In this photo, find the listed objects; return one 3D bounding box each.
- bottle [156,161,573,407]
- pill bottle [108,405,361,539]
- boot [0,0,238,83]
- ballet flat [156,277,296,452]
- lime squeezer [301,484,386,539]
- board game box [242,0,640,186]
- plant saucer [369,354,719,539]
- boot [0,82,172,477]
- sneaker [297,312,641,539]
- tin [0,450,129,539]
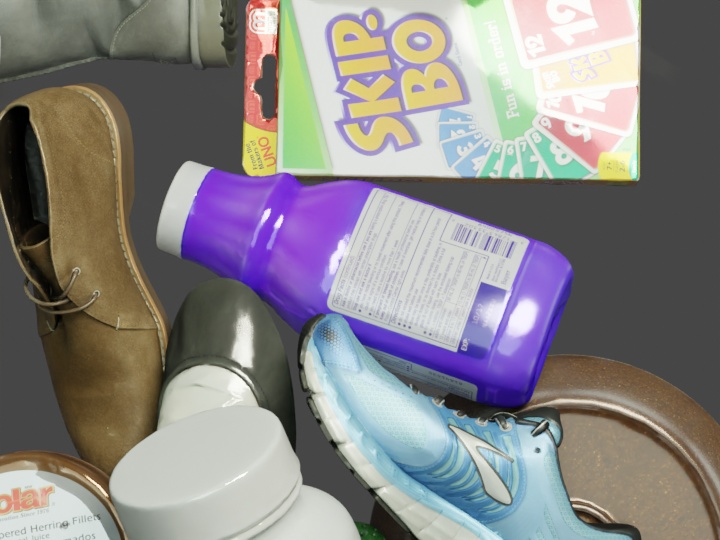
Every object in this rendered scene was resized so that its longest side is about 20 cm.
[{"bbox_3d":[0.000,0.000,1.235,0.199,0.065,0.084,18,65,8],"label":"bottle"},{"bbox_3d":[-0.041,0.166,1.136,0.110,0.111,0.201,-20,113,0],"label":"pill bottle"},{"bbox_3d":[-0.164,-0.175,1.265,0.199,0.073,0.183,0,84,8],"label":"boot"},{"bbox_3d":[-0.066,0.106,1.205,0.068,0.068,0.201,1,100,15],"label":"ballet flat"},{"bbox_3d":[-0.011,0.167,1.229,0.070,0.038,0.201,-18,85,22],"label":"lime squeezer"},{"bbox_3d":[0.040,-0.092,1.268,0.199,0.030,0.096,1,85,4],"label":"board game box"},{"bbox_3d":[0.102,0.141,1.241,0.199,0.034,0.201,0,86,2],"label":"plant saucer"},{"bbox_3d":[-0.141,0.011,1.225,0.073,0.075,0.201,-10,93,24],"label":"boot"},{"bbox_3d":[0.051,0.088,1.195,0.200,0.078,0.090,44,89,-4],"label":"sneaker"},{"bbox_3d":[-0.145,0.182,1.169,0.112,0.042,0.201,-10,84,-4],"label":"tin"}]
